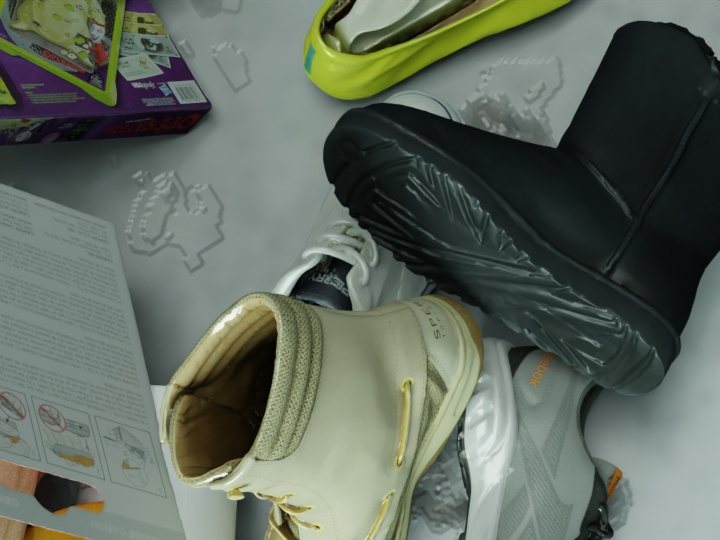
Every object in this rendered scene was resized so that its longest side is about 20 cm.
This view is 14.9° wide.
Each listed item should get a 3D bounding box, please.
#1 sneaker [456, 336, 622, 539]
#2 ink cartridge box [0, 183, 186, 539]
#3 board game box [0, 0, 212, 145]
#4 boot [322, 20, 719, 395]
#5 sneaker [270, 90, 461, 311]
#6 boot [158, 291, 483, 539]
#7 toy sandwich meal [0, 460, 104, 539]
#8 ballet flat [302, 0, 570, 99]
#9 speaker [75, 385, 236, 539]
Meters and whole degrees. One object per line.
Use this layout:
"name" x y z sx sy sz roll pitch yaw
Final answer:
"sneaker" 0.084 0.129 1.300 0.079 0.074 0.201 1 74 4
"ink cartridge box" -0.167 0.043 1.243 0.057 0.162 0.201 -37 51 32
"board game box" -0.172 -0.116 1.355 0.032 0.199 0.120 -39 70 34
"boot" 0.096 -0.057 1.308 0.200 0.076 0.169 34 56 -6
"sneaker" 0.000 0.000 1.348 0.073 0.071 0.201 18 78 13
"boot" -0.036 0.100 1.257 0.073 0.155 0.201 37 109 32
"toy sandwich meal" -0.166 0.166 1.285 0.070 0.205 0.206 19 77 -13
"ballet flat" 0.058 -0.152 1.385 0.199 0.067 0.067 -31 71 -1
"speaker" -0.101 0.157 1.315 0.081 0.081 0.201 0 74 9
